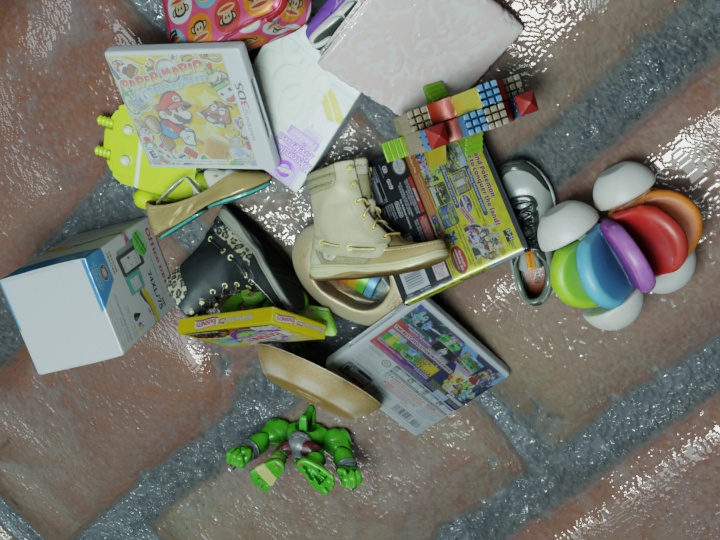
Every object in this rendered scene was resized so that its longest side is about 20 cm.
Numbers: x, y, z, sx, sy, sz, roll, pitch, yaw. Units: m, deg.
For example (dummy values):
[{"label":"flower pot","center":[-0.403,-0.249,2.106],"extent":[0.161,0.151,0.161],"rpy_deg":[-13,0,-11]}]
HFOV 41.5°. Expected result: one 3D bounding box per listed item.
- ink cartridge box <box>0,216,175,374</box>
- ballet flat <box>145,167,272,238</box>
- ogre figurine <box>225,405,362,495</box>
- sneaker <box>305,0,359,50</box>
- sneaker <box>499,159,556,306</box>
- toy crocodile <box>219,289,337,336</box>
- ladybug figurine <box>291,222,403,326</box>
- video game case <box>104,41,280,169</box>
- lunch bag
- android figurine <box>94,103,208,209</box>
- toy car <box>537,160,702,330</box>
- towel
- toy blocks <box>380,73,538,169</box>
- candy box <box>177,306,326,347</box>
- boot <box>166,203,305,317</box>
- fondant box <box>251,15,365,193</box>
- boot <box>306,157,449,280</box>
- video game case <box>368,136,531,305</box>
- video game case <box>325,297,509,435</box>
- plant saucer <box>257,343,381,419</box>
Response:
[{"label":"ink cartridge box","center":[-0.384,0.031,1.375],"extent":[0.145,0.200,0.148],"rpy_deg":[-13,107,17]},{"label":"ballet flat","center":[-0.218,-0.108,1.316],"extent":[0.199,0.069,0.064],"rpy_deg":[-24,95,18]},{"label":"ogre figurine","center":[-0.087,0.272,1.432],"extent":[0.198,0.120,0.099],"rpy_deg":[-11,111,20]},{"label":"sneaker","center":[-0.010,-0.366,1.187],"extent":[0.083,0.081,0.201],"rpy_deg":[34,89,15]},{"label":"sneaker","center":[0.224,-0.048,1.252],"extent":[0.073,0.079,0.202],"rpy_deg":[-8,106,19]},{"label":"toy crocodile","center":[-0.119,0.065,1.369],"extent":[0.198,0.062,0.068],"rpy_deg":[11,138,33]},{"label":"ladybug figurine","center":[0.000,0.000,1.332],"extent":[0.199,0.072,0.136],"rpy_deg":[32,114,2]},{"label":"video game case","center":[-0.219,-0.212,1.247],"extent":[0.198,0.023,0.183],"rpy_deg":[4,133,21]},{"label":"lunch bag","center":[-0.164,-0.370,1.209],"extent":[0.199,0.082,0.178],"rpy_deg":[-18,81,31]},{"label":"android figurine","center":[-0.287,-0.172,1.361],"extent":[0.198,0.041,0.184],"rpy_deg":[17,114,6]},{"label":"toy car","center":[0.332,-0.026,1.175],"extent":[0.199,0.150,0.176],"rpy_deg":[-34,101,-3]},{"label":"towel","center":[0.074,-0.285,1.176],"extent":[0.199,0.032,0.191],"rpy_deg":[26,121,-35]},{"label":"toy blocks","center":[0.130,-0.189,1.144],"extent":[0.198,0.137,0.101],"rpy_deg":[-21,97,-10]},{"label":"candy box","center":[-0.152,0.080,1.309],"extent":[0.199,0.102,0.027],"rpy_deg":[-9,71,42]},{"label":"boot","center":[-0.179,0.025,1.343],"extent":[0.154,0.073,0.204],"rpy_deg":[-45,63,13]},{"label":"fondant box","center":[-0.086,-0.228,1.277],"extent":[0.144,0.058,0.201],"rpy_deg":[35,116,0]},{"label":"boot","center":[0.017,-0.070,1.226],"extent":[0.198,0.073,0.157],"rpy_deg":[-6,85,33]},{"label":"video game case","center":[0.104,-0.080,1.248],"extent":[0.179,0.025,0.202],"rpy_deg":[-25,76,17]},{"label":"video game case","center":[0.082,0.137,1.351],"extent":[0.182,0.023,0.200],"rpy_deg":[-37,120,23]},{"label":"plant saucer","center":[-0.066,0.166,1.353],"extent":[0.199,0.200,0.036],"rpy_deg":[25,76,4]}]
